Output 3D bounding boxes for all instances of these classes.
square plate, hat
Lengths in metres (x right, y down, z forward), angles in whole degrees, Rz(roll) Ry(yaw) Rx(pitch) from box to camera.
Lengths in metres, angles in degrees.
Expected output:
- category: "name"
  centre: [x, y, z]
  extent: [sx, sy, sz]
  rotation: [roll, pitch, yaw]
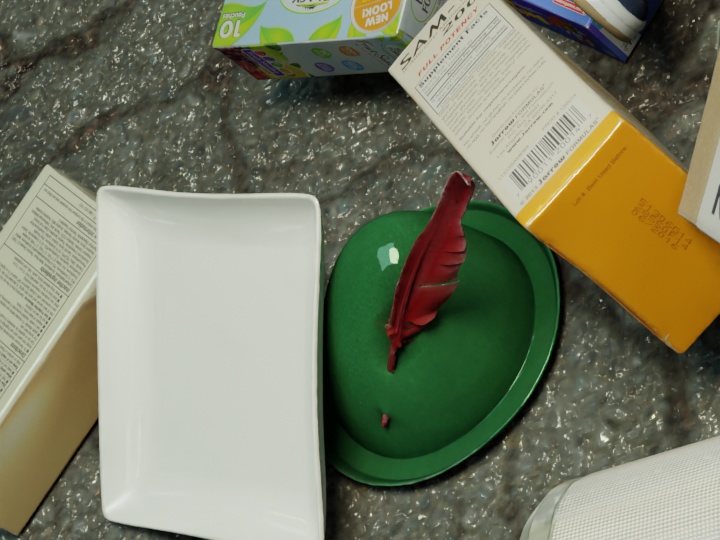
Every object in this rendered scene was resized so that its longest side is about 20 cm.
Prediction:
- category: "square plate"
  centre: [-0.081, 0.054, 1.416]
  extent: [0.199, 0.028, 0.200]
  rotation: [4, 96, 47]
- category: "hat"
  centre: [0.000, 0.000, 1.329]
  extent: [0.200, 0.176, 0.166]
  rotation: [-41, 48, 14]

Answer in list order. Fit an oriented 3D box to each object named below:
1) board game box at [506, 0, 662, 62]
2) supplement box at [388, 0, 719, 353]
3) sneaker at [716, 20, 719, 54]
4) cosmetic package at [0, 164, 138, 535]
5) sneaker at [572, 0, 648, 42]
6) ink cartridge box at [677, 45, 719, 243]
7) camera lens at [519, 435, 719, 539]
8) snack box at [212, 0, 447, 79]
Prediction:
- category: "board game box"
  centre: [0.109, -0.217, 1.449]
  extent: [0.200, 0.045, 0.135]
  rotation: [31, 89, 44]
- category: "supplement box"
  centre: [0.108, -0.057, 1.280]
  extent: [0.074, 0.126, 0.200]
  rotation: [-48, 32, 8]
- category: "sneaker"
  centre: [0.252, -0.183, 1.312]
  extent: [0.079, 0.075, 0.201]
  rotation: [13, 82, 28]
- category: "cosmetic package"
  centre: [-0.202, 0.049, 1.539]
  extent: [0.105, 0.071, 0.201]
  rotation: [37, 92, 43]
- category: "sneaker"
  centre: [0.135, -0.220, 1.350]
  extent: [0.108, 0.070, 0.201]
  rotation: [-38, 46, 19]
- category: "ink cartridge box"
  centre: [0.231, -0.066, 1.096]
  extent: [0.200, 0.075, 0.166]
  rotation: [-137, 57, -61]
- category: "camera lens"
  centre: [0.179, 0.152, 1.119]
  extent: [0.199, 0.160, 0.161]
  rotation: [-20, 56, 29]
- category: "snack box"
  centre: [0.003, -0.214, 1.465]
  extent: [0.141, 0.053, 0.201]
  rotation: [0, 68, 40]
